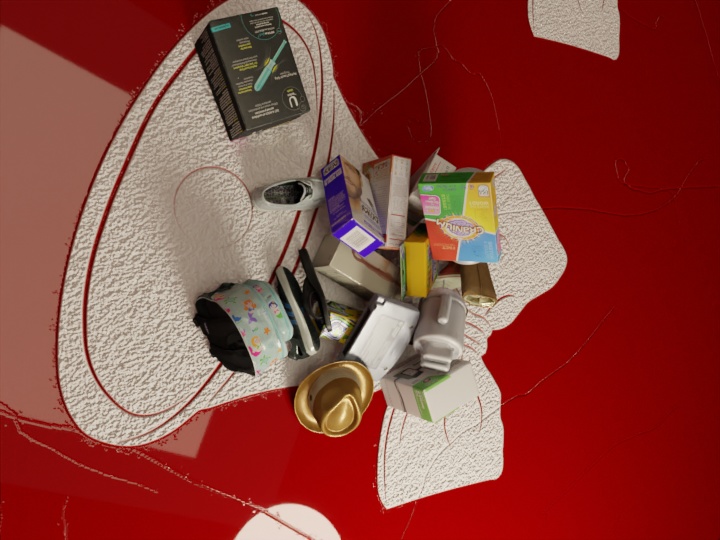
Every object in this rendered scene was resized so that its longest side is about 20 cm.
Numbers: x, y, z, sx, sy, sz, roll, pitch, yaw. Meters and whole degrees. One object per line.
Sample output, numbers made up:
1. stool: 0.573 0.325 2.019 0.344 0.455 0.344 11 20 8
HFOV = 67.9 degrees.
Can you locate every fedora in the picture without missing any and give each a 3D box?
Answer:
1. fedora: -0.048 0.294 1.163 0.196 0.082 0.204 -9 120 -16

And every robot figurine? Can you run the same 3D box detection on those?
1. robot figurine: 0.180 0.123 1.206 0.110 0.171 0.203 11 55 3

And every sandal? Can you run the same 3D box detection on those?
1. sandal: -0.106 0.048 1.134 0.047 0.076 0.203 -18 60 -10

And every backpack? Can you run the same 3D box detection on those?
1. backpack: -0.220 0.108 1.033 0.149 0.199 0.180 -29 104 -25

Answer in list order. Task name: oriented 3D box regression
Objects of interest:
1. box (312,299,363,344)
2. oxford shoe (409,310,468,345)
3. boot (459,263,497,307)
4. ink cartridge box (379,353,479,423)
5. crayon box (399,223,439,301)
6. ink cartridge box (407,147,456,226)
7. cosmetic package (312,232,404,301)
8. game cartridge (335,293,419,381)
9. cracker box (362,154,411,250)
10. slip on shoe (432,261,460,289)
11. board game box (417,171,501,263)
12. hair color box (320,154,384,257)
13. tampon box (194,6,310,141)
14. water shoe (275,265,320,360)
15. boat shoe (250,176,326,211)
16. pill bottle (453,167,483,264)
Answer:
1. box: -0.007 0.131 1.221 0.197 0.070 0.065 19 107 -28
2. oxford shoe: 0.208 0.139 1.346 0.198 0.084 0.074 -27 102 -28
3. boot: 0.253 -0.021 1.319 0.172 0.066 0.204 10 58 -17
4. ink cartridge box: 0.156 0.267 1.253 0.144 0.199 0.086 -23 100 -27
5. crayon box: 0.139 -0.022 1.222 0.200 0.050 0.129 -44 134 -63
6. ink cartridge box: 0.151 -0.188 1.233 0.067 0.200 0.119 30 76 -6
7. cosmetic package: 0.000 0.000 1.213 0.198 0.103 0.089 32 74 -28
8. game cartridge: 0.042 0.153 1.187 0.131 0.042 0.202 18 112 -33
9. cracker box: 0.052 -0.149 1.220 0.057 0.133 0.205 6 89 -29
10. slip on shoe: 0.236 0.008 1.376 0.196 0.074 0.062 -14 66 -24
11. board game box: 0.212 -0.109 1.122 0.041 0.150 0.202 -61 144 -42
12. hair color box: -0.019 -0.140 1.145 0.109 0.064 0.203 34 32 -42
13. tampon box: -0.215 -0.385 1.066 0.148 0.126 0.204 -24 104 -26
14. water shoe: -0.155 0.092 1.140 0.078 0.071 0.203 -24 82 11
15. boat shoe: -0.134 -0.163 1.147 0.198 0.071 0.072 -14 97 -32
16. pill bottle: 0.242 -0.123 1.207 0.110 0.110 0.203 -32 136 -25
